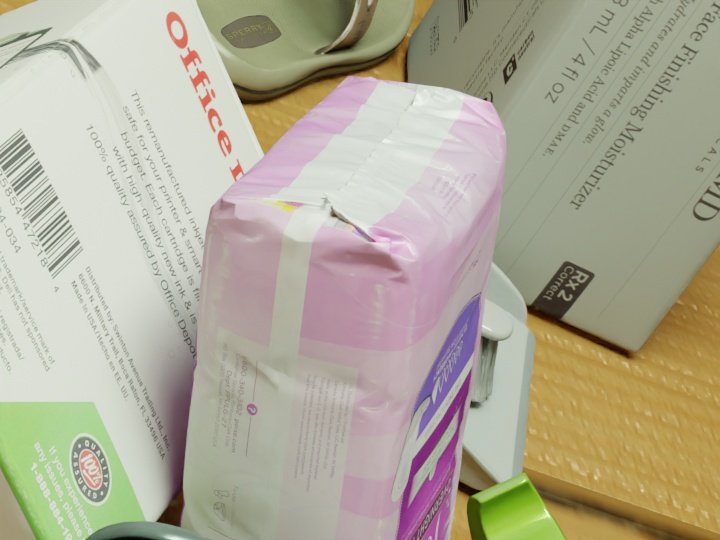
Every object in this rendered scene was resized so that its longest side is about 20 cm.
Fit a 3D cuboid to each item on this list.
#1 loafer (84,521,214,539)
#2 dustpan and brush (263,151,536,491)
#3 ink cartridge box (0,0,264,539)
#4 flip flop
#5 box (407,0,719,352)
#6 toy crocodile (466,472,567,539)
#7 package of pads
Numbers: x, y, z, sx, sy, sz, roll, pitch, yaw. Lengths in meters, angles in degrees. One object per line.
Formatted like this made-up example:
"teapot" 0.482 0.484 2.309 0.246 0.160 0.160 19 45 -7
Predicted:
"loafer" -0.016 0.154 0.652 0.200 0.072 0.063 46 39 -28
"dustpan and brush" 0.000 0.000 0.919 0.199 0.057 0.140 28 33 -10
"ink cartridge box" -0.107 0.004 0.723 0.146 0.083 0.200 67 30 -19
"flip flop" -0.024 -0.141 1.087 0.081 0.058 0.200 41 33 11
"box" 0.124 -0.109 1.046 0.130 0.199 0.201 23 33 -16
"toy crocodile" 0.076 0.154 0.758 0.067 0.062 0.201 -16 39 6
"package of pads" -0.008 0.048 0.712 0.075 0.201 0.121 16 28 16
